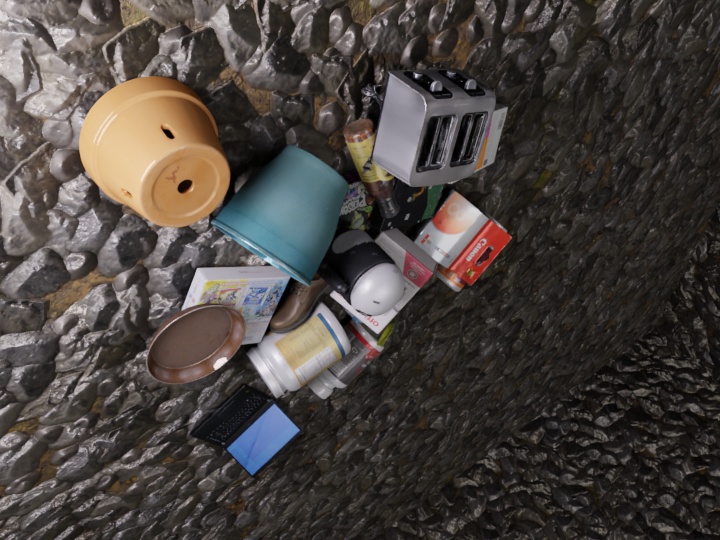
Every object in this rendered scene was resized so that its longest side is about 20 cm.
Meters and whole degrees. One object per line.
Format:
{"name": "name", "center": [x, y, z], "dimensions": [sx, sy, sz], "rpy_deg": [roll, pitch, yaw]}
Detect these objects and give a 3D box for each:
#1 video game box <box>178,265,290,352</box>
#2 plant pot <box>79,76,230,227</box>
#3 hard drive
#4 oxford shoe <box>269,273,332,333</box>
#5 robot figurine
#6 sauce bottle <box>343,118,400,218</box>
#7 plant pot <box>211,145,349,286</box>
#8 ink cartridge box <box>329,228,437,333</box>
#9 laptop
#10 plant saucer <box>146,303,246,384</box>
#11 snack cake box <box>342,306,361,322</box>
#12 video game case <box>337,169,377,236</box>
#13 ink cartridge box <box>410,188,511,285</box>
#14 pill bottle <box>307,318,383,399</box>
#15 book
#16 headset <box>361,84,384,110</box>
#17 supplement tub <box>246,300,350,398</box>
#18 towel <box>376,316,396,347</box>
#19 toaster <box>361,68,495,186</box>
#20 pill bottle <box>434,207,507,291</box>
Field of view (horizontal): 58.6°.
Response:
{"name": "video game box", "center": [-0.259, 0.074, 1.281], "dimensions": [0.200, 0.047, 0.182], "rpy_deg": [-2, 131, -45]}
{"name": "plant pot", "center": [-0.280, -0.155, 0.924], "dimensions": [0.200, 0.140, 0.200], "rpy_deg": [-28, 144, -22]}
{"name": "hard drive", "center": [0.110, -0.164, 1.382], "dimensions": [0.200, 0.038, 0.140], "rpy_deg": [-17, 135, -48]}
{"name": "oxford shoe", "center": [-0.130, 0.046, 1.369], "dimensions": [0.200, 0.073, 0.084], "rpy_deg": [-50, 146, -12]}
{"name": "robot figurine", "center": [-0.002, 0.001, 1.266], "dimensions": [0.150, 0.200, 0.125], "rpy_deg": [-36, 149, -12]}
{"name": "sauce bottle", "center": [0.028, -0.191, 1.229], "dimensions": [0.066, 0.066, 0.200], "rpy_deg": [-35, 130, -13]}
{"name": "plant pot", "center": [-0.123, -0.105, 1.113], "dimensions": [0.188, 0.200, 0.200], "rpy_deg": [-58, 147, -6]}
{"name": "ink cartridge box", "center": [0.051, 0.019, 1.420], "dimensions": [0.200, 0.146, 0.083], "rpy_deg": [-51, -179, 24]}
{"name": "laptop", "center": [-0.273, 0.396, 1.566], "dimensions": [0.177, 0.103, 0.200], "rpy_deg": [-44, 147, -1]}
{"name": "plant saucer", "center": [-0.315, 0.134, 1.221], "dimensions": [0.200, 0.034, 0.200], "rpy_deg": [-25, 142, -22]}
{"name": "snack cake box", "center": [0.055, 0.028, 1.540], "dimensions": [0.115, 0.067, 0.200], "rpy_deg": [1, 127, -46]}
{"name": "video game case", "center": [-0.051, -0.105, 1.311], "dimensions": [0.200, 0.036, 0.181], "rpy_deg": [-28, 145, -23]}
{"name": "ink cartridge box", "center": [0.244, -0.073, 1.541], "dimensions": [0.162, 0.200, 0.050], "rpy_deg": [-51, -169, 11]}
{"name": "pill bottle", "center": [-0.047, 0.223, 1.607], "dimensions": [0.200, 0.111, 0.111], "rpy_deg": [-45, 147, 2]}
{"name": "book", "center": [0.244, -0.278, 1.385], "dimensions": [0.200, 0.048, 0.134], "rpy_deg": [-27, 137, -44]}
{"name": "headset", "center": [0.079, -0.306, 1.218], "dimensions": [0.124, 0.094, 0.200], "rpy_deg": [-61, 158, 17]}
{"name": "supplement tub", "center": [-0.138, 0.176, 1.429], "dimensions": [0.200, 0.145, 0.145], "rpy_deg": [-34, 145, -14]}
{"name": "towel", "center": [0.092, 0.098, 1.591], "dimensions": [0.086, 0.018, 0.200], "rpy_deg": [-60, -179, 42]}
{"name": "toaster", "center": [0.122, -0.248, 1.135], "dimensions": [0.181, 0.119, 0.200], "rpy_deg": [-14, 131, -36]}
{"name": "pill bottle", "center": [0.272, -0.055, 1.634], "dimensions": [0.200, 0.114, 0.114], "rpy_deg": [-50, 146, 9]}
